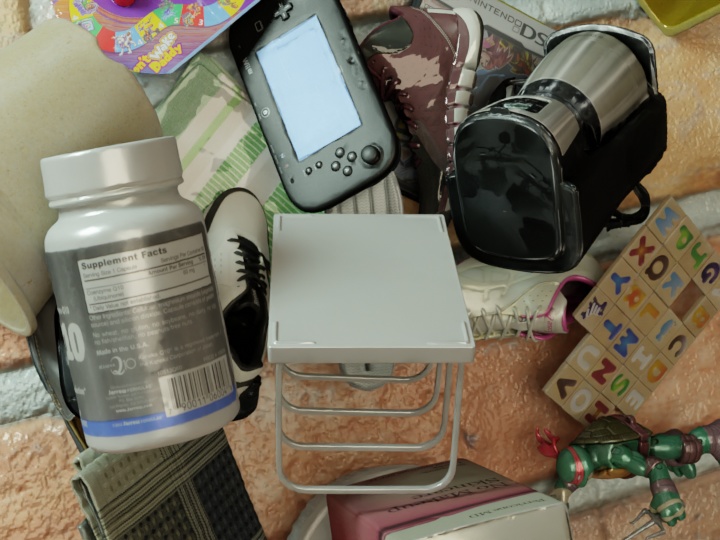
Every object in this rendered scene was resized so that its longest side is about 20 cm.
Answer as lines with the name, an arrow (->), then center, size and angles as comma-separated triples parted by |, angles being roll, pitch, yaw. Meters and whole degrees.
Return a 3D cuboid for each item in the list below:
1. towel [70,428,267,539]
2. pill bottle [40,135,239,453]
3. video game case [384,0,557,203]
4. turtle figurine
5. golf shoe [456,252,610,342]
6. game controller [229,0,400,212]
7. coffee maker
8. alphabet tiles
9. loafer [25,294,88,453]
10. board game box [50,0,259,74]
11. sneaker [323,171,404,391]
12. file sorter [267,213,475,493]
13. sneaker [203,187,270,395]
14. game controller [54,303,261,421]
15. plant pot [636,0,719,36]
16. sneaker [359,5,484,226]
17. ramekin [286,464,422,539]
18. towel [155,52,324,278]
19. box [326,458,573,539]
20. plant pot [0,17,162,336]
towel -> -0.145, 0.209, 0.938 | 0.034, 0.200, 0.195 | -18, 97, 24
pill bottle -> -0.155, 0.014, 0.821 | 0.112, 0.114, 0.203 | -12, 96, -15
video game case -> 0.105, -0.148, 1.081 | 0.179, 0.025, 0.202 | 24, 83, -14
turtle figurine -> 0.236, 0.178, 1.052 | 0.197, 0.149, 0.102 | -9, 97, -29
golf shoe -> 0.131, 0.029, 1.045 | 0.198, 0.092, 0.076 | -24, 132, -14
game controller -> -0.040, -0.149, 0.981 | 0.103, 0.042, 0.202 | -25, 70, 8
coffee maker -> 0.175, -0.082, 0.982 | 0.200, 0.134, 0.194 | -43, 107, -42
alphabet tiles -> 0.251, 0.051, 1.071 | 0.201, 0.008, 0.167 | -51, 133, 1
loafer -> -0.216, 0.101, 0.962 | 0.072, 0.072, 0.202 | -28, 96, -13
board game box -> -0.163, -0.261, 0.972 | 0.200, 0.039, 0.158 | -41, 78, -11
sneaker -> 0.000, 0.000, 1.023 | 0.072, 0.071, 0.203 | 2, 96, -4
file sorter -> 0.001, 0.056, 0.885 | 0.136, 0.201, 0.126 | 1, 119, -3
sneaker -> -0.094, 0.016, 0.941 | 0.073, 0.080, 0.203 | 21, 53, -28
game controller -> -0.157, 0.068, 0.945 | 0.199, 0.042, 0.106 | 9, 59, -50
plant pot -> 0.332, -0.373, 1.071 | 0.200, 0.194, 0.196 | -45, 100, -18
sneaker -> 0.037, -0.134, 1.021 | 0.114, 0.076, 0.203 | 9, 81, -6
ramekin -> 0.024, 0.262, 1.010 | 0.197, 0.105, 0.204 | 0, 89, -16
towel -> -0.105, -0.068, 1.022 | 0.199, 0.023, 0.153 | 38, 80, -12
box -> 0.063, 0.216, 0.864 | 0.126, 0.200, 0.111 | -10, 92, -16
plant pot -> -0.258, -0.086, 0.906 | 0.201, 0.200, 0.184 | 47, 68, -10
